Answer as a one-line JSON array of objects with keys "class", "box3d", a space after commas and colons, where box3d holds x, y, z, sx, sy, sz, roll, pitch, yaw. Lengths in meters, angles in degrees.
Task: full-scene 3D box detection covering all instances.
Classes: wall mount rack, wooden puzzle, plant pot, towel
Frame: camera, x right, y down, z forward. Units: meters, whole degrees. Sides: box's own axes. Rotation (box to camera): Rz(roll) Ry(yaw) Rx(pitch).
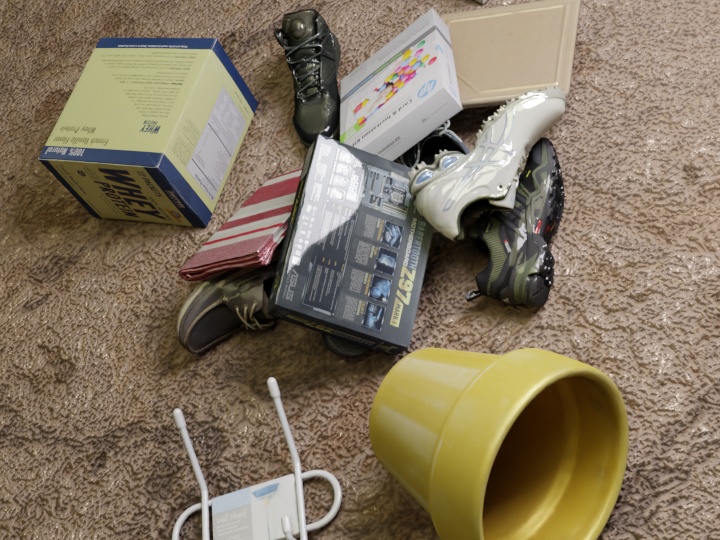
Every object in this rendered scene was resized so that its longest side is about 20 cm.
[{"class": "wall mount rack", "box3d": [-0.124, 0.220, 1.104, 0.197, 0.075, 0.176, -18, 54, 12]}, {"class": "wooden puzzle", "box3d": [0.171, -0.258, 1.283, 0.182, 0.038, 0.202, -3, 47, 22]}, {"class": "plant pot", "box3d": [0.113, 0.160, 0.973, 0.188, 0.201, 0.202, 18, 67, 49]}, {"class": "towel", "box3d": [-0.112, -0.060, 1.242, 0.143, 0.023, 0.201, -11, 30, 41]}]

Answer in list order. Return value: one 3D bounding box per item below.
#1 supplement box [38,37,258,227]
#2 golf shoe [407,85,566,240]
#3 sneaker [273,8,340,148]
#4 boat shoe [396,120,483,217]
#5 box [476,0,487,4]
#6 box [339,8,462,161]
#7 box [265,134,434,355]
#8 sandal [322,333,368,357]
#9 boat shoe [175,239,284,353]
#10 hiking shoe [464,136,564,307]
[{"class": "supplement box", "box3d": [-0.273, -0.183, 1.385, 0.197, 0.135, 0.202, 6, 62, 27]}, {"class": "golf shoe", "box3d": [0.150, -0.109, 1.122, 0.199, 0.078, 0.098, -37, 65, 5]}, {"class": "sneaker", "box3d": [-0.068, -0.254, 1.352, 0.075, 0.114, 0.202, -12, 58, 19]}, {"class": "boat shoe", "box3d": [0.086, -0.136, 1.239, 0.075, 0.062, 0.201, -40, 51, 2]}, {"class": "box", "box3d": [0.194, -0.450, 1.383, 0.200, 0.069, 0.082, -45, 52, -6]}, {"class": "box", "box3d": [0.043, -0.209, 1.255, 0.155, 0.041, 0.202, -34, 32, 24]}, {"class": "box", "box3d": [-0.004, -0.027, 1.149, 0.155, 0.051, 0.203, 17, 72, -14]}, {"class": "sandal", "box3d": [-0.001, 0.000, 1.195, 0.075, 0.043, 0.203, 25, 71, -12]}, {"class": "boat shoe", "box3d": [-0.128, 0.028, 1.227, 0.200, 0.075, 0.073, -42, 52, -4]}, {"class": "hiking shoe", "box3d": [0.164, -0.059, 1.147, 0.099, 0.076, 0.203, 2, 62, 21]}]
